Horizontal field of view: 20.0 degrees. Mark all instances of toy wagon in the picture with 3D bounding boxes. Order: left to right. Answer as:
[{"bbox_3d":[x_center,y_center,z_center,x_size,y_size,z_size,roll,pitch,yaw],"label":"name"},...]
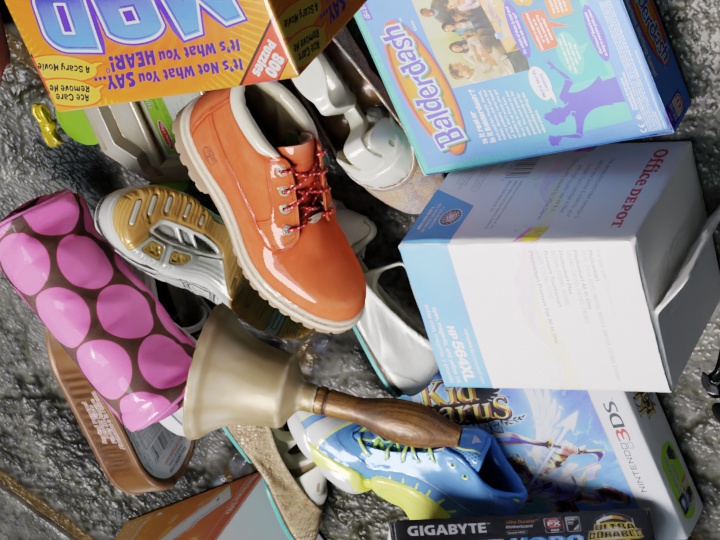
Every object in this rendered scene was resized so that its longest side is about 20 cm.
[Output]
[{"bbox_3d":[-0.162,-0.129,1.548,0.198,0.040,0.156,-4,121,33],"label":"toy wagon"}]

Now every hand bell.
[{"bbox_3d":[-0.022,0.099,1.507,0.198,0.104,0.105,14,130,9],"label":"hand bell"}]

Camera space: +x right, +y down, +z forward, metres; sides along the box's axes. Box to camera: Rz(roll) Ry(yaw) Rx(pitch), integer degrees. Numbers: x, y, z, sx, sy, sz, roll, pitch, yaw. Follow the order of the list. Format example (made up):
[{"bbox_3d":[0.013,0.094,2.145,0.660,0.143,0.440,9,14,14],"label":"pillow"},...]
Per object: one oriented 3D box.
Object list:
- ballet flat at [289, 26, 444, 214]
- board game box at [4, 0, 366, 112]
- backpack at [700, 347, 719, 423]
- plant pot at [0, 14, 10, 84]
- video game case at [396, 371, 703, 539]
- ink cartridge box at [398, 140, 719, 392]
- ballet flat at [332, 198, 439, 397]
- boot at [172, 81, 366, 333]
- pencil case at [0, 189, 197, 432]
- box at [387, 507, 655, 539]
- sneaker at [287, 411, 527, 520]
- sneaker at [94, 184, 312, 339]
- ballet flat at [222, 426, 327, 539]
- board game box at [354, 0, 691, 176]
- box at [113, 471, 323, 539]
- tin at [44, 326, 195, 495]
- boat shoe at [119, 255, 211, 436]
[{"bbox_3d":[-0.010,-0.112,1.445,0.068,0.067,0.201,-31,106,22],"label":"ballet flat"},{"bbox_3d":[-0.111,-0.248,1.317,0.198,0.200,0.201,-5,121,33],"label":"board game box"},{"bbox_3d":[0.315,-0.002,1.271,0.153,0.200,0.192,18,125,11],"label":"backpack"},{"bbox_3d":[-0.355,-0.215,1.502,0.199,0.201,0.196,9,135,24],"label":"plant pot"},{"bbox_3d":[0.139,0.129,1.562,0.199,0.046,0.182,-9,117,35],"label":"video game case"},{"bbox_3d":[0.152,-0.003,1.397,0.198,0.129,0.126,1,124,30],"label":"ink cartridge box"},{"bbox_3d":[0.000,0.000,1.533,0.069,0.069,0.201,-38,87,43],"label":"ballet flat"},{"bbox_3d":[-0.049,-0.048,1.444,0.201,0.075,0.107,55,146,-5],"label":"boot"},{"bbox_3d":[-0.199,0.026,1.581,0.200,0.093,0.091,51,167,0],"label":"pencil case"},{"bbox_3d":[0.114,0.257,1.561,0.198,0.050,0.199,-3,142,-6],"label":"box"},{"bbox_3d":[0.044,0.136,1.554,0.199,0.076,0.105,36,125,-5],"label":"sneaker"},{"bbox_3d":[-0.116,-0.013,1.577,0.199,0.076,0.087,33,168,-29],"label":"sneaker"},{"bbox_3d":[-0.062,0.150,1.680,0.065,0.071,0.201,-23,126,8],"label":"ballet flat"},{"bbox_3d":[0.104,-0.151,1.371,0.198,0.045,0.153,-8,120,34],"label":"board game box"},{"bbox_3d":[-0.145,0.270,1.779,0.199,0.125,0.098,-24,109,40],"label":"box"},{"bbox_3d":[-0.195,0.092,1.686,0.042,0.112,0.201,-11,119,24],"label":"tin"},{"bbox_3d":[-0.149,0.046,1.656,0.065,0.072,0.202,-2,114,36],"label":"boat shoe"}]
